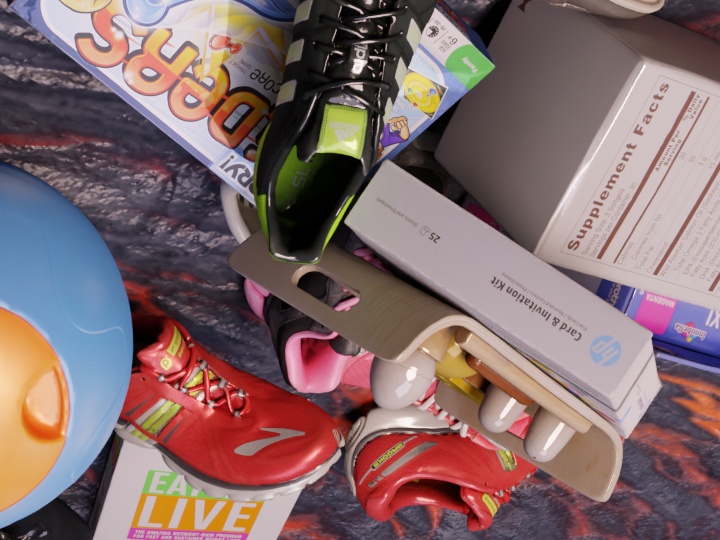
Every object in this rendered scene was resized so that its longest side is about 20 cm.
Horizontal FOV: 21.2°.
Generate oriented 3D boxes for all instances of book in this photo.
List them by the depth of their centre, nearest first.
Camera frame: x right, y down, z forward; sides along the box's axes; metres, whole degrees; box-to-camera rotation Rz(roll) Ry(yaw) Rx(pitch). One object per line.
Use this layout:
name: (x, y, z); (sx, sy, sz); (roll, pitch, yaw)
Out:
book: (-0.118, 0.159, 1.364); (0.133, 0.048, 0.200); (3, 146, -14)

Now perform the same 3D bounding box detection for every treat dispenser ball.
treat dispenser ball: (-0.219, 0.039, 1.005); (0.200, 0.202, 0.201); (-8, 147, -5)

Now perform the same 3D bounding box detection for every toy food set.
toy food set: (0.035, 0.054, 1.018); (0.200, 0.143, 0.061); (38, 84, -44)

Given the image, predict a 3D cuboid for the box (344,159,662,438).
box: (0.080, 0.020, 0.995); (0.041, 0.156, 0.200); (-56, 167, -2)

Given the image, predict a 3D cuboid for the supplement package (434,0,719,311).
supplement package: (0.163, -0.061, 1.017); (0.199, 0.117, 0.118); (15, 113, -34)

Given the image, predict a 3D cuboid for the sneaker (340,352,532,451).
sneaker: (0.073, 0.073, 1.249); (0.199, 0.087, 0.074); (6, 142, -25)

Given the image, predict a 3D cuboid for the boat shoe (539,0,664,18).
boat shoe: (0.062, -0.170, 0.910); (0.200, 0.067, 0.057); (24, 149, -36)

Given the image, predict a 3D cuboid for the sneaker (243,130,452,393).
sneaker: (0.000, 0.000, 1.111); (0.079, 0.096, 0.200); (8, 141, -25)

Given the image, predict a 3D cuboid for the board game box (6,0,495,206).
board game box: (-0.049, -0.117, 0.907); (0.135, 0.035, 0.200); (-41, 126, 15)

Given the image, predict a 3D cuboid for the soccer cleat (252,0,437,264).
soccer cleat: (-0.003, -0.093, 0.858); (0.067, 0.081, 0.201); (11, 123, -12)

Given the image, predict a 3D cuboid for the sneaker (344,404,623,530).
sneaker: (0.089, 0.138, 1.340); (0.199, 0.085, 0.077); (-7, 147, -7)

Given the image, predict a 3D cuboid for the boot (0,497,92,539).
boot: (-0.297, 0.182, 1.307); (0.199, 0.077, 0.168); (-19, 143, 0)

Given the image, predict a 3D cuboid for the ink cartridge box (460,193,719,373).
ink cartridge box: (0.152, 0.011, 1.102); (0.119, 0.200, 0.042); (16, 101, -35)

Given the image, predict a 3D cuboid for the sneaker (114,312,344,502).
sneaker: (-0.105, 0.071, 1.140); (0.199, 0.077, 0.085); (19, 143, 17)

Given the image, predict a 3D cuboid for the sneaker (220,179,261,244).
sneaker: (-0.042, -0.079, 1.000); (0.073, 0.071, 0.200); (-9, 147, -4)
